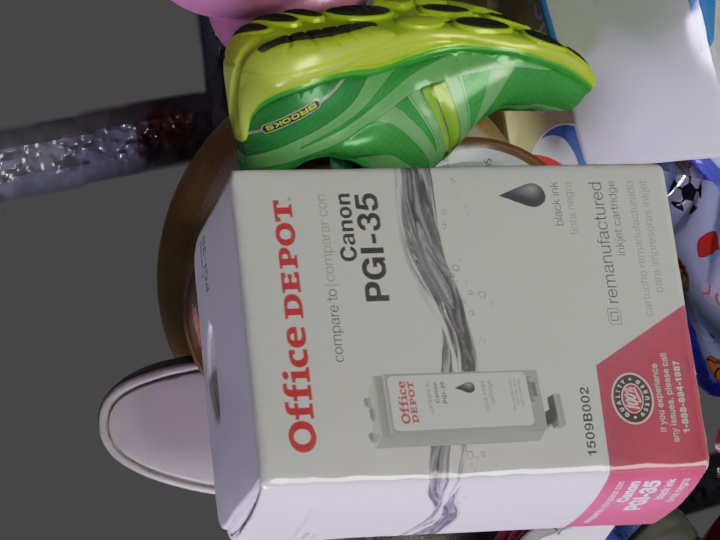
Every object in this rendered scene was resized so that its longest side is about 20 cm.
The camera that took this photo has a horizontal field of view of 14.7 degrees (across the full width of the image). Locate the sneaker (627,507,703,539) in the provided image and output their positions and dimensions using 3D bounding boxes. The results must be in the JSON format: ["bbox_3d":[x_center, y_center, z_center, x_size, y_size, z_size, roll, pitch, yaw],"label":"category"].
[{"bbox_3d":[0.133,0.219,1.406,0.114,0.076,0.199,44,59,9],"label":"sneaker"}]

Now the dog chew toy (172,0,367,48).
[{"bbox_3d":[-0.059,-0.173,1.277,0.125,0.124,0.200,-49,130,-24],"label":"dog chew toy"}]

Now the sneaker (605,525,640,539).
[{"bbox_3d":[0.121,0.101,1.470,0.079,0.089,0.200,-54,126,-21],"label":"sneaker"}]

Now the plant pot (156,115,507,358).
[{"bbox_3d":[0.000,0.000,1.360,0.199,0.027,0.201,-5,104,-21],"label":"plant pot"}]

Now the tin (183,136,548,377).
[{"bbox_3d":[0.016,0.005,1.301,0.199,0.042,0.113,-18,79,-20],"label":"tin"}]

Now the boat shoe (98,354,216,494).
[{"bbox_3d":[-0.029,0.067,1.326,0.199,0.057,0.067,-4,98,-15],"label":"boat shoe"}]

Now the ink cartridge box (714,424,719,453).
[{"bbox_3d":[0.281,0.081,1.438,0.200,0.082,0.147,43,52,-35],"label":"ink cartridge box"}]

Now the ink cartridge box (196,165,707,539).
[{"bbox_3d":[0.037,0.036,1.220,0.199,0.083,0.147,-2,70,-14],"label":"ink cartridge box"}]

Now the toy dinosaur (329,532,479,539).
[{"bbox_3d":[0.012,0.131,1.373,0.199,0.102,0.077,-6,99,-32],"label":"toy dinosaur"}]

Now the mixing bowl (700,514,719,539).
[{"bbox_3d":[0.230,0.224,1.530,0.108,0.200,0.201,-34,119,0],"label":"mixing bowl"}]

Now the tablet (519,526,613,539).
[{"bbox_3d":[0.058,0.193,1.379,0.200,0.014,0.130,-57,161,21],"label":"tablet"}]

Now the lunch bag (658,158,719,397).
[{"bbox_3d":[0.240,-0.045,1.531,0.170,0.124,0.201,-44,127,-25],"label":"lunch bag"}]

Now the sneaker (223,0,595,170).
[{"bbox_3d":[0.019,-0.079,1.285,0.199,0.074,0.084,-6,115,-34],"label":"sneaker"}]

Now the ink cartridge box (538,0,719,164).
[{"bbox_3d":[0.151,-0.172,1.400,0.201,0.084,0.146,-71,149,-44],"label":"ink cartridge box"}]

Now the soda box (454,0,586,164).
[{"bbox_3d":[0.078,-0.086,1.430,0.068,0.064,0.201,-20,108,-36],"label":"soda box"}]

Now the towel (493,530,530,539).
[{"bbox_3d":[0.045,0.187,1.404,0.200,0.030,0.147,-43,161,-23],"label":"towel"}]
